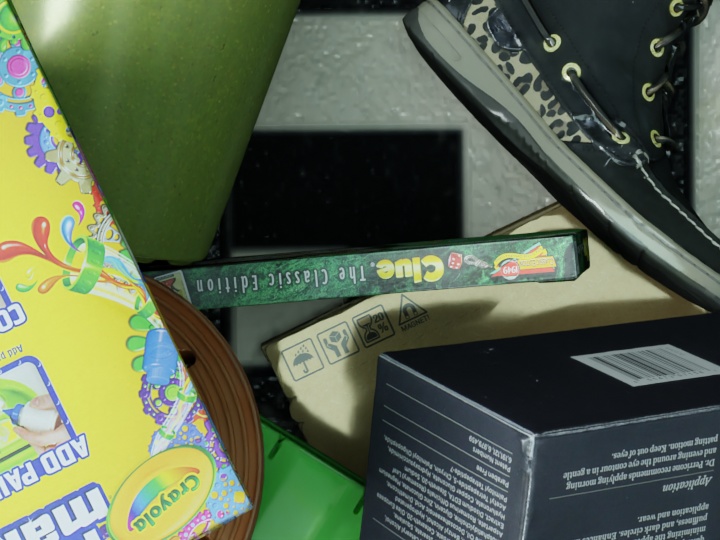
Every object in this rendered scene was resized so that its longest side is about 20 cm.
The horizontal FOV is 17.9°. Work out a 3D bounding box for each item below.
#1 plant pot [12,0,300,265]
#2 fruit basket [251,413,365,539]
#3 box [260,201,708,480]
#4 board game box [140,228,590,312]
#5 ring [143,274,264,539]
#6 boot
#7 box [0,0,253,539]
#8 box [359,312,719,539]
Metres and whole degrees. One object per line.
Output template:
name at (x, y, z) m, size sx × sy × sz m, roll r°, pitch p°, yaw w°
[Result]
plant pot at (-0.107, -0.106, 0.984) m, size 0.199 × 0.200 × 0.191 m, roll 11°, pitch 94°, yaw -2°
fruit basket at (-0.084, 0.156, 1.009) m, size 0.215 × 0.156 × 0.216 m, roll 0°, pitch 87°, yaw 0°
box at (0.076, 0.066, 1.083) m, size 0.199 × 0.021 × 0.164 m, roll -25°, pitch 93°, yaw -1°
board game box at (0.000, 0.000, 1.020) m, size 0.199 × 0.105 × 0.024 m, roll -5°, pitch 90°, yaw 10°
ring at (-0.138, 0.086, 0.949) m, size 0.200 × 0.019 × 0.201 m, roll -3°, pitch 64°, yaw 6°
boot at (0.137, -0.095, 1.040) m, size 0.154 × 0.073 × 0.204 m, roll -45°, pitch 75°, yaw -1°
box at (-0.145, 0.023, 0.819) m, size 0.122 × 0.200 × 0.193 m, roll -27°, pitch 92°, yaw -13°
box at (0.104, 0.124, 0.940) m, size 0.199 × 0.104 × 0.183 m, roll -5°, pitch 108°, yaw -35°
